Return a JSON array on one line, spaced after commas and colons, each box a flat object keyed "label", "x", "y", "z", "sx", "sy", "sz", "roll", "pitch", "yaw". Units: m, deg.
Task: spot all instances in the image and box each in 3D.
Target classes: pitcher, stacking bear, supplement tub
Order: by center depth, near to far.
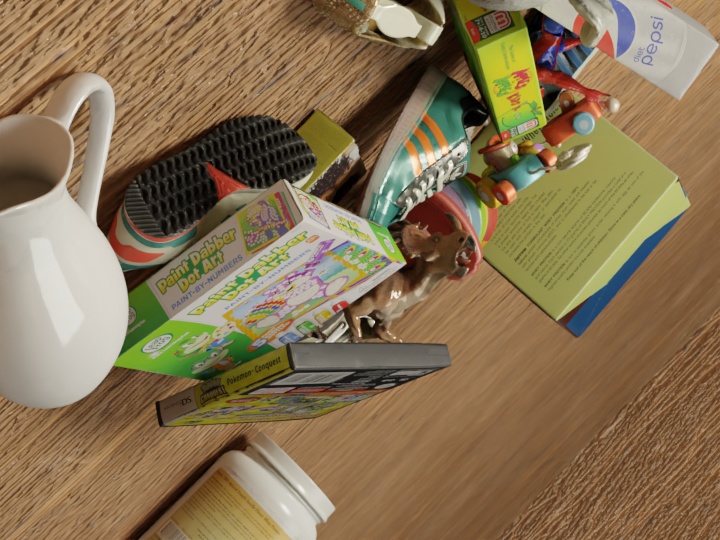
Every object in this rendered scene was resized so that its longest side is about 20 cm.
[{"label": "pitcher", "x": -0.208, "y": -0.018, "z": 0.966, "sx": 0.172, "sy": 0.121, "sz": 0.201, "roll": -52, "pitch": 154, "yaw": -37}, {"label": "stacking bear", "x": 0.081, "y": -0.050, "z": 1.433, "sx": 0.121, "sy": 0.114, "sz": 0.200, "roll": -23, "pitch": -179, "yaw": 25}, {"label": "supplement tub", "x": -0.139, "y": 0.290, "z": 1.575, "sx": 0.200, "sy": 0.144, "sz": 0.145, "roll": -44, "pitch": 159, "yaw": -11}]

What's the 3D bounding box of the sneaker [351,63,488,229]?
[{"label": "sneaker", "x": 0.056, "y": -0.096, "z": 1.291, "sx": 0.201, "sy": 0.080, "sz": 0.071, "roll": -62, "pitch": -178, "yaw": -30}]

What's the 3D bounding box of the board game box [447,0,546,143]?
[{"label": "board game box", "x": 0.118, "y": -0.202, "z": 1.280, "sx": 0.047, "sy": 0.102, "sz": 0.200, "roll": -22, "pitch": 159, "yaw": 4}]

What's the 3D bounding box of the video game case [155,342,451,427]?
[{"label": "video game case", "x": -0.049, "y": 0.100, "z": 1.268, "sx": 0.180, "sy": 0.026, "sz": 0.199, "roll": -25, "pitch": 161, "yaw": 40}]

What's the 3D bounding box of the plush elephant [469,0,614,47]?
[{"label": "plush elephant", "x": 0.158, "y": -0.267, "z": 1.130, "sx": 0.154, "sy": 0.200, "sz": 0.166, "roll": 6, "pitch": 116, "yaw": -60}]

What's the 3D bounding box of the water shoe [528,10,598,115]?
[{"label": "water shoe", "x": 0.193, "y": -0.225, "z": 1.446, "sx": 0.079, "sy": 0.071, "sz": 0.201, "roll": -25, "pitch": 148, "yaw": -40}]

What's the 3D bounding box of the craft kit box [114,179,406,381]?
[{"label": "craft kit box", "x": -0.086, "y": 0.017, "z": 1.166, "sx": 0.199, "sy": 0.049, "sz": 0.197, "roll": -36, "pitch": 156, "yaw": 16}]

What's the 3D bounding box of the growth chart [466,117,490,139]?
[{"label": "growth chart", "x": 0.060, "y": -0.099, "z": 1.476, "sx": 0.201, "sy": 0.018, "sz": 0.144, "roll": -56, "pitch": 157, "yaw": 15}]

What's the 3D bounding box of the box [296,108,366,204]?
[{"label": "box", "x": -0.083, "y": -0.043, "z": 1.242, "sx": 0.200, "sy": 0.050, "sz": 0.075, "roll": -46, "pitch": 160, "yaw": -6}]

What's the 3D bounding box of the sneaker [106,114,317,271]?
[{"label": "sneaker", "x": -0.123, "y": -0.057, "z": 1.138, "sx": 0.199, "sy": 0.071, "sz": 0.093, "roll": -31, "pitch": 171, "yaw": -43}]

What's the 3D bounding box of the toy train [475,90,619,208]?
[{"label": "toy train", "x": 0.175, "y": -0.130, "z": 1.414, "sx": 0.150, "sy": 0.056, "sz": 0.200, "roll": -32, "pitch": -172, "yaw": 21}]

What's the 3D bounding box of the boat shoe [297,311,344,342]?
[{"label": "boat shoe", "x": -0.073, "y": 0.034, "z": 1.363, "sx": 0.200, "sy": 0.074, "sz": 0.074, "roll": -38, "pitch": 157, "yaw": -30}]

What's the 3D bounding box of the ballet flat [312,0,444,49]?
[{"label": "ballet flat", "x": 0.029, "y": -0.205, "z": 1.160, "sx": 0.071, "sy": 0.065, "sz": 0.200, "roll": -57, "pitch": 158, "yaw": 20}]

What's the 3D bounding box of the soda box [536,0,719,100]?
[{"label": "soda box", "x": 0.222, "y": -0.238, "z": 1.299, "sx": 0.064, "sy": 0.199, "sz": 0.068, "roll": -55, "pitch": -168, "yaw": 21}]

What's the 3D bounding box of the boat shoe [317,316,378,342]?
[{"label": "boat shoe", "x": 0.002, "y": 0.045, "z": 1.514, "sx": 0.199, "sy": 0.069, "sz": 0.071, "roll": -35, "pitch": 161, "yaw": -21}]

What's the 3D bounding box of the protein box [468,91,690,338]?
[{"label": "protein box", "x": 0.216, "y": -0.072, "z": 1.574, "sx": 0.199, "sy": 0.200, "sz": 0.135, "roll": -50, "pitch": 159, "yaw": 4}]

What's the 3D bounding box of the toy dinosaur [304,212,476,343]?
[{"label": "toy dinosaur", "x": 0.000, "y": 0.000, "z": 1.299, "sx": 0.086, "sy": 0.198, "sz": 0.137, "roll": 14, "pitch": 89, "yaw": -84}]

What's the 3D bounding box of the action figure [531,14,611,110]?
[{"label": "action figure", "x": 0.212, "y": -0.237, "z": 1.372, "sx": 0.065, "sy": 0.098, "sz": 0.201, "roll": -77, "pitch": -174, "yaw": -63}]
